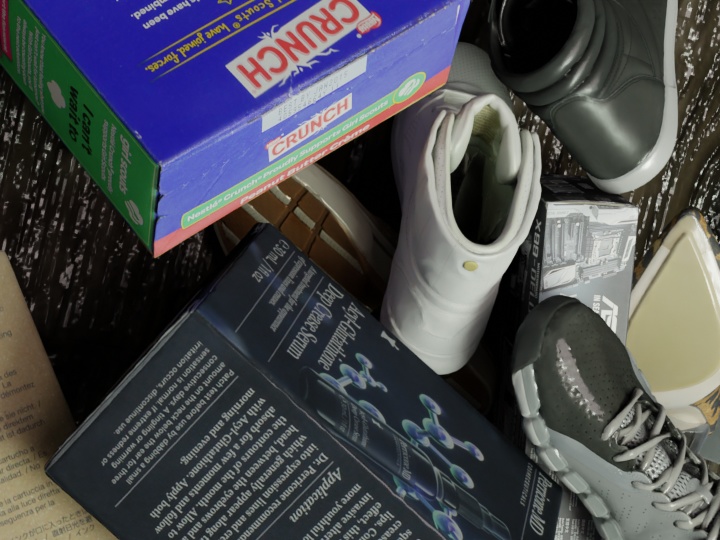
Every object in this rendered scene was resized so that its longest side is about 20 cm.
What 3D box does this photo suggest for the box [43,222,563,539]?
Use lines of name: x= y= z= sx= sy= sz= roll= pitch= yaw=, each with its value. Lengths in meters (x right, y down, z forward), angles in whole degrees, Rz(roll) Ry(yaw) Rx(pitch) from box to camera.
box: x=-0.018 y=0.096 z=0.897 sx=0.200 sy=0.148 sz=0.107 roll=42 pitch=108 yaw=-4

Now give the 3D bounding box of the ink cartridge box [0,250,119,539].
ink cartridge box: x=-0.226 y=0.102 z=0.879 sx=0.200 sy=0.075 sz=0.165 roll=-21 pitch=85 yaw=-25

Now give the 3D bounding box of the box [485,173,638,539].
box: x=0.100 y=0.053 z=1.043 sx=0.050 sy=0.158 sz=0.200 roll=4 pitch=97 yaw=-4

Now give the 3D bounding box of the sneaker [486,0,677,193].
sneaker: x=0.110 y=-0.142 z=1.011 sx=0.099 sy=0.071 sz=0.200 roll=42 pitch=34 yaw=-38

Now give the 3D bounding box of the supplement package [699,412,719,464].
supplement package: x=0.314 y=0.033 z=1.169 sx=0.150 sy=0.152 sz=0.200 roll=8 pitch=95 yaw=-32

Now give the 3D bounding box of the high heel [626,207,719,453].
high heel: x=0.174 y=0.028 z=1.092 sx=0.071 sy=0.143 sz=0.200 roll=6 pitch=122 yaw=10

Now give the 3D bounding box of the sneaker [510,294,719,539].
sneaker: x=0.154 y=0.095 z=0.914 sx=0.075 sy=0.115 sz=0.200 roll=-45 pitch=119 yaw=-33

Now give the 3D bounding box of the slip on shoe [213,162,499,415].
slip on shoe: x=0.000 y=0.000 z=1.036 sx=0.200 sy=0.076 sz=0.061 roll=42 pitch=34 yaw=-19

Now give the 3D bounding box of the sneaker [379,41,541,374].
sneaker: x=0.058 y=-0.060 z=0.978 sx=0.074 sy=0.116 sz=0.200 roll=12 pitch=52 yaw=-9

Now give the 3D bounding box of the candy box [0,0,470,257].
candy box: x=-0.078 y=-0.132 z=0.888 sx=0.169 sy=0.200 sz=0.077 roll=-31 pitch=156 yaw=-22
